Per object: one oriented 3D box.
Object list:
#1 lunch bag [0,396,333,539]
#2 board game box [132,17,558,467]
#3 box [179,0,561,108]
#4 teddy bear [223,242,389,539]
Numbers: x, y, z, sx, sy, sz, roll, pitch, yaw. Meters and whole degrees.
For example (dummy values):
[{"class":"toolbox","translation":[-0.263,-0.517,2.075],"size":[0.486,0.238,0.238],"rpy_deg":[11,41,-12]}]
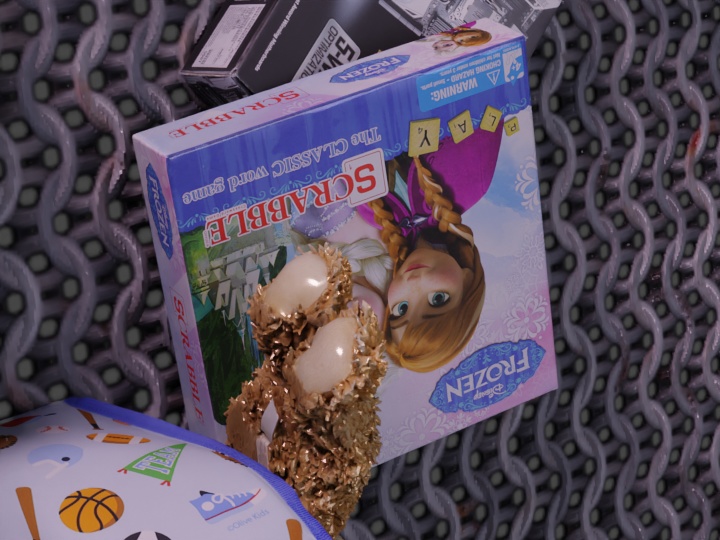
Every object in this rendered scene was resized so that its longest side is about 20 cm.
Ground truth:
[{"class":"lunch bag","translation":[-0.127,0.138,0.823],"size":[0.169,0.199,0.125],"rpy_deg":[-20,107,-39]},{"class":"board game box","translation":[0.000,0.000,0.973],"size":[0.198,0.041,0.201],"rpy_deg":[-21,119,-23]},{"class":"box","translation":[0.015,-0.130,1.021],"size":[0.158,0.050,0.201],"rpy_deg":[45,66,-35]},{"class":"teddy bear","translation":[-0.022,0.087,0.885],"size":[0.066,0.145,0.202],"rpy_deg":[-2,106,-25]}]
